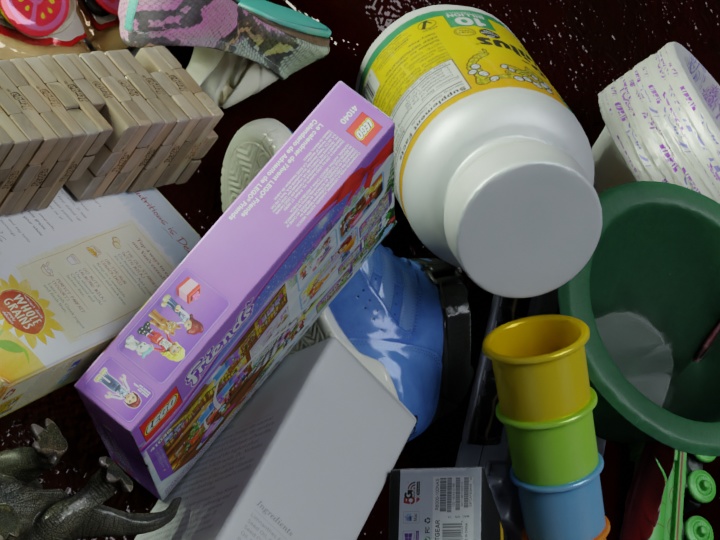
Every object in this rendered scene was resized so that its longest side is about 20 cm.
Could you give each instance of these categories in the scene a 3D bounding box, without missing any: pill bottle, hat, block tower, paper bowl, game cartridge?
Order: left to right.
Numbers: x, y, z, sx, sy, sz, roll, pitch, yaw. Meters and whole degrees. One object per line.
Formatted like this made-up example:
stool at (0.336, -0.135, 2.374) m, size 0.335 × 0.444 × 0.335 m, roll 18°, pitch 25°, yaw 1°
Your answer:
block tower at (-0.149, -0.069, 0.984) m, size 0.058 × 0.054 × 0.200 m, roll 47°, pitch 29°, yaw 15°
pill bottle at (0.070, -0.069, 1.159) m, size 0.112 × 0.113 × 0.200 m, roll 32°, pitch 17°, yaw -26°
game cartridge at (0.111, 0.079, 1.211) m, size 0.133 × 0.040 × 0.201 m, roll 47°, pitch 49°, yaw -45°
hat at (0.151, 0.072, 1.219) m, size 0.165 × 0.176 × 0.201 m, roll 25°, pitch 55°, yaw -13°
paper bowl at (0.222, -0.041, 1.317) m, size 0.201 × 0.104 × 0.201 m, roll 48°, pitch 19°, yaw -22°

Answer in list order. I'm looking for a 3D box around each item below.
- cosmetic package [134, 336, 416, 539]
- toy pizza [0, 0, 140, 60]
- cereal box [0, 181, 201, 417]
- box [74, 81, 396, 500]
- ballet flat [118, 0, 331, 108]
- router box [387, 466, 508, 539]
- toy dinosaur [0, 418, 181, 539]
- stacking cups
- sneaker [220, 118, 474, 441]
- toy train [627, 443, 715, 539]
cosmetic package at (-0.060, 0.138, 1.028) m, size 0.071 × 0.101 × 0.201 m, roll 44°, pitch 50°, yaw -18°
toy pizza at (-0.181, -0.196, 1.084) m, size 0.199 × 0.032 × 0.202 m, roll 19°, pitch 59°, yaw -35°
cereal box at (-0.166, -0.013, 0.984) m, size 0.144 × 0.040 × 0.200 m, roll 47°, pitch 30°, yaw 10°
box at (-0.057, 0.014, 1.011) m, size 0.039 × 0.137 × 0.200 m, roll 37°, pitch 74°, yaw 13°
ballet flat at (-0.082, -0.131, 1.134) m, size 0.072 × 0.069 × 0.200 m, roll -67°, pitch 157°, yaw 4°
router box at (0.049, 0.223, 1.059) m, size 0.157 × 0.052 × 0.201 m, roll 68°, pitch 22°, yaw -62°
toy dinosaur at (-0.174, 0.117, 0.952) m, size 0.199 × 0.102 × 0.077 m, roll -16°, pitch 73°, yaw -52°
stacking cups at (0.109, 0.129, 1.116) m, size 0.060 × 0.060 × 0.202 m, roll -28°, pitch 117°, yaw -44°
sneaker at (-0.001, 0.000, 1.155) m, size 0.111 × 0.077 × 0.201 m, roll -22°, pitch 86°, yaw -43°
toy train at (0.201, 0.122, 1.306) m, size 0.056 × 0.042 × 0.201 m, roll 22°, pitch 58°, yaw -21°
